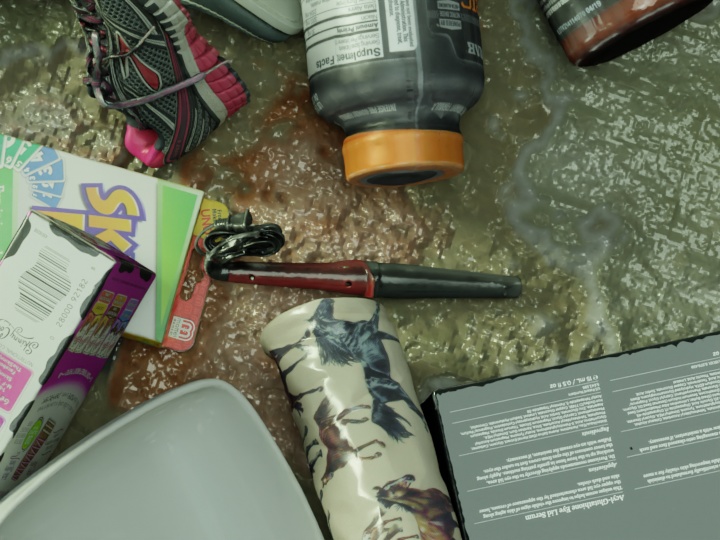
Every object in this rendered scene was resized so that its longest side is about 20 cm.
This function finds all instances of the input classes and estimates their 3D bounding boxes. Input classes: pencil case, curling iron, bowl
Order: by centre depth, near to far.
[{"bbox_3d":[-0.122,0.180,1.672,0.199,0.075,0.201,-34,107,-29],"label":"bowl"},{"bbox_3d":[0.004,0.109,1.700,0.078,0.090,0.201,-9,63,-23],"label":"pencil case"},{"bbox_3d":[0.000,0.000,1.760,0.199,0.050,0.026,10,52,-12],"label":"curling iron"}]

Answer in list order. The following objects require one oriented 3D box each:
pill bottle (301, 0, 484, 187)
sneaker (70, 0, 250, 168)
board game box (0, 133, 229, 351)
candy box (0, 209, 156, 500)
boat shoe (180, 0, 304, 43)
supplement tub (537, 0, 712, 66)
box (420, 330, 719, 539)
[{"bbox_3d":[0.018,-0.152,1.752,0.106,0.106,0.201,-4,83,-6],"label":"pill bottle"},{"bbox_3d":[-0.135,-0.132,1.700,0.075,0.200,0.081,-44,46,-6],"label":"sneaker"},{"bbox_3d":[-0.184,-0.023,1.756,0.199,0.030,0.096,16,81,-5],"label":"board game box"},{"bbox_3d":[-0.199,0.069,1.668,0.061,0.136,0.200,30,89,7],"label":"candy box"},{"bbox_3d":[-0.124,-0.191,1.774,0.200,0.073,0.062,34,119,-9],"label":"boat shoe"},{"bbox_3d":[0.129,-0.231,1.772,0.107,0.107,0.201,-26,85,-8],"label":"supplement tub"},{"bbox_3d":[0.148,0.122,1.738,0.199,0.079,0.142,-11,81,-7],"label":"box"}]
